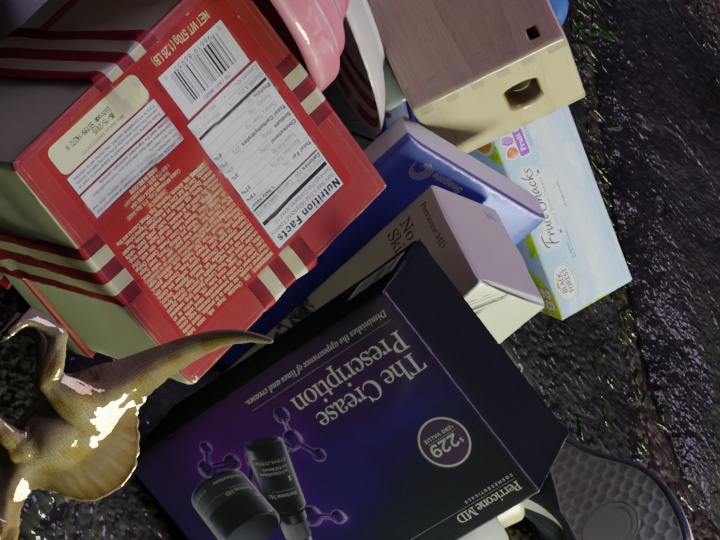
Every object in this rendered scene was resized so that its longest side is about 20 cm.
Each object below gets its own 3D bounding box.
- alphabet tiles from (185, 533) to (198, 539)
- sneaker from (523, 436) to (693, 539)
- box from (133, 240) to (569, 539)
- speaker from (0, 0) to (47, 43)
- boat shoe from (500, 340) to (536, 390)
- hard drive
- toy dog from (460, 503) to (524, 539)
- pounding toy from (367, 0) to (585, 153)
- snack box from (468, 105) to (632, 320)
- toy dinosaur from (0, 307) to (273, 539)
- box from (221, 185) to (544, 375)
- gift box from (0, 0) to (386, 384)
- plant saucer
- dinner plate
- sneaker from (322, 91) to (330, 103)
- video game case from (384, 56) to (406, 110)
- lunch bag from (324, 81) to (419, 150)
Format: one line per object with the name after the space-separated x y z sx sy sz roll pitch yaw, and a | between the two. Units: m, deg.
-0.031 0.191 1.336 0.200 0.008 0.167 34 36 -37 | alphabet tiles
0.180 0.190 1.510 0.146 0.077 0.202 54 -11 -34 | sneaker
-0.008 0.100 1.248 0.141 0.200 0.079 50 28 -9 | box
-0.188 -0.158 1.377 0.081 0.081 0.200 23 42 -46 | speaker
0.062 0.017 1.566 0.066 0.075 0.200 -30 88 -18 | boat shoe
0.000 0.000 1.376 0.132 0.200 0.025 28 30 -42 | hard drive
0.080 0.205 1.374 0.200 0.132 0.096 48 -1 -6 | toy dog
0.073 -0.188 1.394 0.184 0.142 0.200 66 6 12 | pounding toy
0.091 -0.069 1.570 0.200 0.068 0.169 22 -42 63 | snack box
-0.145 0.065 1.123 0.101 0.200 0.058 48 5 -10 | toy dinosaur
0.008 0.045 1.337 0.068 0.200 0.082 19 36 -47 | box
-0.127 -0.074 1.205 0.185 0.187 0.200 -42 114 -21 | gift box
-0.074 -0.182 1.190 0.201 0.051 0.201 46 -10 10 | plant saucer
-0.024 -0.175 1.314 0.200 0.024 0.200 63 -4 8 | dinner plate
-0.098 -0.128 1.341 0.200 0.075 0.088 47 47 -15 | sneaker
-0.008 -0.220 1.505 0.200 0.022 0.182 58 22 -11 | video game case
-0.028 -0.084 1.481 0.160 0.076 0.200 7 43 -15 | lunch bag
